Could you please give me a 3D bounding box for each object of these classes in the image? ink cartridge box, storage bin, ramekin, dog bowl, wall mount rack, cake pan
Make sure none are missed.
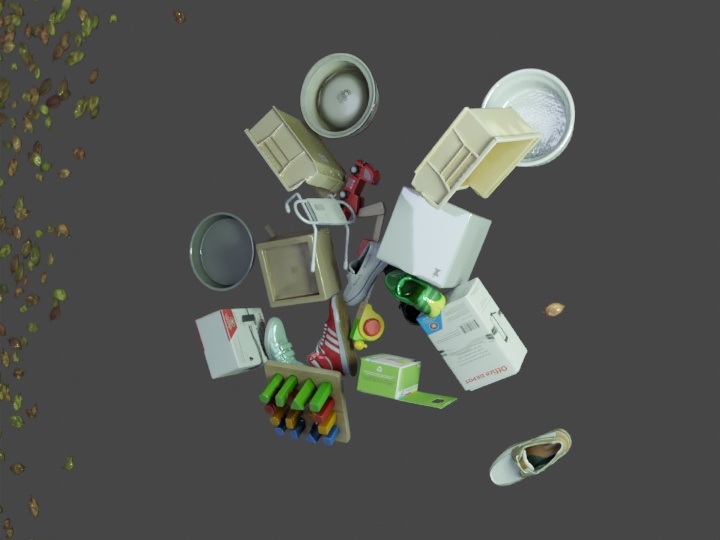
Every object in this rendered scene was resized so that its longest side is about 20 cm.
[{"bbox_3d":[0.239,0.139,1.578,0.145,0.084,0.201,-28,102,38],"label":"ink cartridge box"},{"bbox_3d":[0.110,0.244,1.650,0.197,0.147,0.077,8,92,22],"label":"ink cartridge box"},{"bbox_3d":[-0.141,-0.266,1.733,0.093,0.200,0.200,-40,75,15],"label":"storage bin"},{"bbox_3d":[0.361,-0.318,1.574,0.198,0.097,0.204,0,90,24],"label":"ramekin"},{"bbox_3d":[-0.300,0.173,1.799,0.083,0.200,0.146,-22,81,17],"label":"ink cartridge box"},{"bbox_3d":[-0.042,-0.409,1.760,0.197,0.074,0.203,-1,89,23],"label":"dog bowl"},{"bbox_3d":[0.227,-0.222,1.463,0.094,0.199,0.199,51,126,16],"label":"storage bin"},{"bbox_3d":[-0.084,-0.091,1.662,0.074,0.199,0.175,-38,69,35],"label":"wall mount rack"},{"bbox_3d":[-0.353,-0.048,1.909,0.198,0.037,0.204,0,89,23],"label":"cake pan"}]

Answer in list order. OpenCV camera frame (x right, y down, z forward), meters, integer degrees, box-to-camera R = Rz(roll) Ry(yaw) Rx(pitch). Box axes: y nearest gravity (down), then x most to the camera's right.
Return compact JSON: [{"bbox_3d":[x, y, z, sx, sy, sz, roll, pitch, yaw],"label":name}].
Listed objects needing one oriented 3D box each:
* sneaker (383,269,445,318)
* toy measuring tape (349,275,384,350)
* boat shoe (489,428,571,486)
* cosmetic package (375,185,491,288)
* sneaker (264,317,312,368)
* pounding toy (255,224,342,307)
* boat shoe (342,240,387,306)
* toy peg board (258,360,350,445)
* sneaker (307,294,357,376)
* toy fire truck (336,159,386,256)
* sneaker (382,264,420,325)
[{"bbox_3d":[0.107,0.034,1.575,0.074,0.083,0.200,-55,32,-4],"label":"sneaker"},{"bbox_3d":[0.034,0.094,1.732,0.073,0.073,0.202,19,88,22],"label":"toy measuring tape"},{"bbox_3d":[0.358,0.404,1.585,0.199,0.068,0.075,-38,76,18],"label":"boat shoe"},{"bbox_3d":[0.163,-0.069,1.601,0.166,0.200,0.168,25,99,20],"label":"cosmetic package"},{"bbox_3d":[-0.165,0.211,1.806,0.117,0.074,0.204,-5,97,29],"label":"sneaker"},{"bbox_3d":[-0.160,-0.024,1.790,0.197,0.142,0.187,-8,100,25],"label":"pounding toy"},{"bbox_3d":[0.000,0.000,1.711,0.066,0.074,0.201,22,126,-20],"label":"boat shoe"},{"bbox_3d":[-0.141,0.334,1.737,0.197,0.098,0.202,6,121,22],"label":"toy peg board"},{"bbox_3d":[-0.078,0.159,1.758,0.111,0.071,0.203,-4,102,23],"label":"sneaker"},{"bbox_3d":[0.011,-0.145,1.748,0.140,0.049,0.202,29,100,20],"label":"toy fire truck"},{"bbox_3d":[0.106,0.047,1.679,0.071,0.099,0.201,-44,73,18],"label":"sneaker"}]
